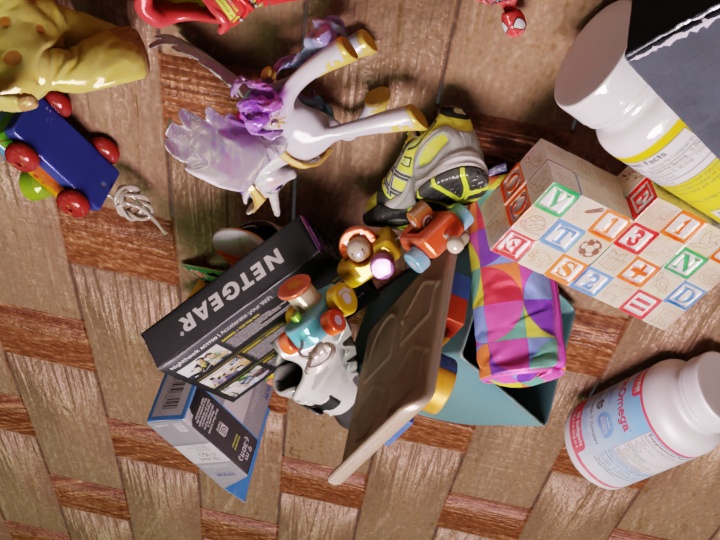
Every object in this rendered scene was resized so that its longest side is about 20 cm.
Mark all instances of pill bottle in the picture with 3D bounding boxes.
[{"bbox_3d":[0.259,-0.120,0.898,0.200,0.115,0.114,29,142,-19],"label":"pill bottle"},{"bbox_3d":[0.327,0.164,1.260,0.109,0.109,0.200,28,141,-19],"label":"pill bottle"}]

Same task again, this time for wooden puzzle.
[{"bbox_3d":[0.045,0.085,1.039,0.046,0.200,0.185,26,142,-10],"label":"wooden puzzle"}]

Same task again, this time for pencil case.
[{"bbox_3d":[0.141,0.005,1.038,0.088,0.201,0.088,-3,168,-1],"label":"pencil case"}]

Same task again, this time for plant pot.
[{"bbox_3d":[0.091,0.076,1.202,0.200,0.142,0.141,-13,137,44],"label":"plant pot"}]

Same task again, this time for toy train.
[{"bbox_3d":[0.000,0.000,1.015,0.056,0.200,0.150,50,170,-17],"label":"toy train"},{"bbox_3d":[-0.300,-0.089,1.165,0.115,0.085,0.200,-4,142,39],"label":"toy train"}]

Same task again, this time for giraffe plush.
[{"bbox_3d":[-0.286,-0.219,0.939,0.172,0.200,0.163,1,110,38],"label":"giraffe plush"}]

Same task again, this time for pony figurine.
[{"bbox_3d":[-0.073,-0.134,0.984,0.200,0.167,0.193,-29,135,25],"label":"pony figurine"}]

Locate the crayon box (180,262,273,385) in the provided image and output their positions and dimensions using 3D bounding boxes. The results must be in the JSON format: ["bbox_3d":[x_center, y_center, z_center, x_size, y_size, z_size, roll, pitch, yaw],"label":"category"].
[{"bbox_3d":[-0.118,0.071,1.302,0.127,0.051,0.200,7,150,51],"label":"crayon box"}]

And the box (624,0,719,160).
[{"bbox_3d":[0.286,-0.170,0.752,0.200,0.197,0.124,38,138,-28],"label":"box"}]

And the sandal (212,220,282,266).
[{"bbox_3d":[-0.091,-0.013,1.214,0.079,0.059,0.207,19,164,23],"label":"sandal"}]

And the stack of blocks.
[{"bbox_3d":[0.218,-0.037,0.972,0.200,0.059,0.115,22,127,-24],"label":"stack of blocks"}]

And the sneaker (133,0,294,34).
[{"bbox_3d":[-0.088,-0.223,0.902,0.199,0.085,0.077,-3,141,22],"label":"sneaker"}]

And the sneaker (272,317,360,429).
[{"bbox_3d":[-0.047,0.108,1.168,0.088,0.074,0.200,-27,141,-10],"label":"sneaker"}]

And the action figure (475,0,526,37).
[{"bbox_3d":[0.083,-0.250,0.843,0.065,0.052,0.200,-12,139,24],"label":"action figure"}]

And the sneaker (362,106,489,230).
[{"bbox_3d":[0.061,-0.086,1.054,0.075,0.077,0.200,5,164,-24],"label":"sneaker"}]

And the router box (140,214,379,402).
[{"bbox_3d":[-0.096,0.044,1.144,0.200,0.051,0.149,-36,151,9],"label":"router box"}]

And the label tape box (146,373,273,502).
[{"bbox_3d":[-0.162,0.176,1.411,0.066,0.144,0.200,-12,137,32],"label":"label tape box"}]
